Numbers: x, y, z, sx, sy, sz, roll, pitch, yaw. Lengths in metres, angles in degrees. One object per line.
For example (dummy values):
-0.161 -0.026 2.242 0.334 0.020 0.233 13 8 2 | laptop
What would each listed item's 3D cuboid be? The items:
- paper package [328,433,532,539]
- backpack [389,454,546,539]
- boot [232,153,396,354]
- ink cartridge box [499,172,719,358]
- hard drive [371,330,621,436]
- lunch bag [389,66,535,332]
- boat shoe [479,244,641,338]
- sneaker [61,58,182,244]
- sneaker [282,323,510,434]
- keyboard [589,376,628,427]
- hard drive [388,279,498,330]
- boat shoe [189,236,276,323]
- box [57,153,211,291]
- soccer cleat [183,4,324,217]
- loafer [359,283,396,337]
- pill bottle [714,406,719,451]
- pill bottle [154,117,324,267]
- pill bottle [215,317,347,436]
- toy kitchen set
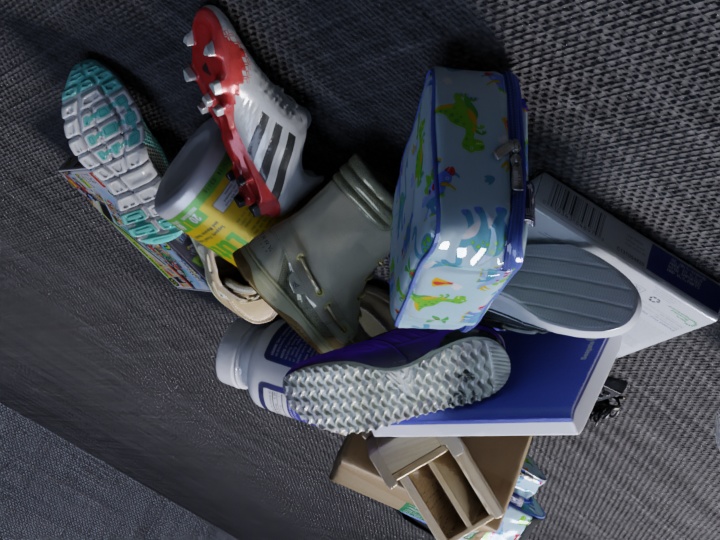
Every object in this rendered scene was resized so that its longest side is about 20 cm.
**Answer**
0.088 0.191 1.331 0.200 0.191 0.103 23 160 1 | paper package
0.124 0.260 1.462 0.200 0.147 0.183 27 -172 -16 | backpack
0.000 0.000 1.034 0.200 0.155 0.072 45 -174 -39 | boot
0.183 0.011 1.022 0.200 0.041 0.200 30 150 -14 | ink cartridge box
0.119 0.098 1.021 0.200 0.132 0.025 -6 120 35 | hard drive
0.071 -0.052 0.869 0.082 0.161 0.200 3 156 -6 | lunch bag
0.147 0.018 0.960 0.200 0.072 0.071 15 161 36 | boat shoe
-0.235 -0.123 1.129 0.078 0.091 0.200 -19 124 0 | sneaker
0.033 0.085 1.017 0.200 0.100 0.070 -10 112 8 | sneaker
0.212 0.134 1.154 0.104 0.040 0.200 16 167 -3 | keyboard
0.137 0.059 1.190 0.132 0.025 0.200 0 147 44 | hard drive
-0.127 0.006 1.211 0.065 0.072 0.200 59 174 37 | boat shoe
-0.237 -0.055 1.272 0.200 0.035 0.110 48 157 -26 | box
-0.087 -0.137 0.966 0.069 0.085 0.200 31 145 50 | soccer cleat
0.050 0.094 1.265 0.200 0.067 0.076 43 165 6 | loafer
0.386 0.118 0.974 0.114 0.114 0.200 24 158 3 | pill bottle
-0.085 -0.048 1.089 0.200 0.111 0.111 35 155 -23 | pill bottle
-0.076 0.128 1.454 0.200 0.120 0.120 16 156 21 | pill bottle
0.113 0.186 1.143 0.180 0.163 0.200 59 -179 -7 | toy kitchen set
